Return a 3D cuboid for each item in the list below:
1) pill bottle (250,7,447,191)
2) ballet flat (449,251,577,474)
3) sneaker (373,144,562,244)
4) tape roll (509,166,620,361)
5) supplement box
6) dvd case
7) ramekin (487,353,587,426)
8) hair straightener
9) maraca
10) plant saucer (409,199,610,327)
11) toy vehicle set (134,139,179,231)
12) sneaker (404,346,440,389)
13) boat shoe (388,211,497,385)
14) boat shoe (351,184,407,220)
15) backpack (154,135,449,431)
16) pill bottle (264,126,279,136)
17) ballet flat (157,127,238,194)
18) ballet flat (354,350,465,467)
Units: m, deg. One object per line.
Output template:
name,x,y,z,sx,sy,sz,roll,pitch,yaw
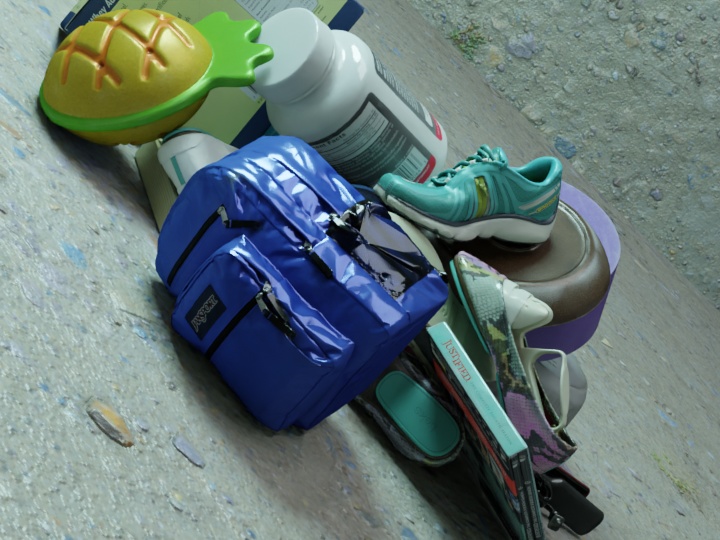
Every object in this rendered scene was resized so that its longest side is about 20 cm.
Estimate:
pill bottle,-0.015,-0.143,1.375,0.200,0.110,0.111,41,14,-44
ballet flat,0.139,0.071,1.314,0.069,0.071,0.202,8,63,-68
sneaker,0.097,-0.075,1.365,0.199,0.080,0.077,0,28,-36
tape roll,0.148,-0.009,1.503,0.198,0.085,0.201,7,39,-6
supplement box,-0.142,-0.238,1.443,0.199,0.200,0.134,40,-1,-17
dvd case,0.110,0.153,1.307,0.146,0.022,0.201,58,-11,39
ramekin,0.146,0.095,1.577,0.202,0.094,0.203,41,16,-14
hair straightener,0.176,0.202,1.446,0.200,0.041,0.077,45,12,-43
maraca,-0.173,-0.168,1.295,0.138,0.198,0.108,-115,-169,-45
plant saucer,0.138,-0.026,1.431,0.198,0.032,0.201,6,39,-5
toy vehicle set,-0.109,-0.033,1.377,0.199,0.027,0.125,34,20,-35
sneaker,0.052,0.075,1.426,0.200,0.075,0.081,44,16,-6
boat shoe,0.049,0.031,1.334,0.200,0.062,0.072,50,46,-31
boat shoe,-0.025,-0.033,1.340,0.199,0.084,0.069,11,33,-44
backpack,-0.060,0.002,1.168,0.200,0.163,0.167,49,36,9
pill bottle,-0.111,-0.186,1.597,0.200,0.111,0.111,42,16,-11
ballet flat,-0.102,-0.073,1.349,0.199,0.069,0.070,13,35,-56
ballet flat,0.014,0.092,1.333,0.201,0.072,0.072,50,17,16
